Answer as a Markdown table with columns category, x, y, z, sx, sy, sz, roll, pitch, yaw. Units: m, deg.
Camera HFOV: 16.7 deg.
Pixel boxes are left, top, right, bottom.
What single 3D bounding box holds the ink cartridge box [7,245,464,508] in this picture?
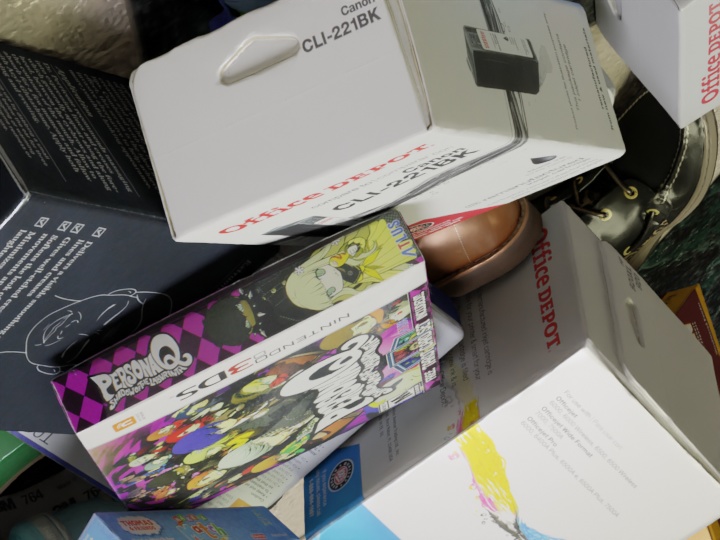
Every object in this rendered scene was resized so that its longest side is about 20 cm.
| category | x | y | z | sx | sy | sz | roll | pitch | yaw |
| --- | --- | --- | --- | --- | --- | --- | --- | --- | --- |
| ink cartridge box | -0.080 | 0.039 | 1.315 | 0.200 | 0.043 | 0.196 | -41 | 126 | 17 |

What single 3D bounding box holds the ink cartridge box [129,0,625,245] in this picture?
| category | x | y | z | sx | sy | sz | roll | pitch | yaw |
| --- | --- | --- | --- | --- | --- | --- | --- | --- | --- |
| ink cartridge box | 0.011 | -0.072 | 1.138 | 0.144 | 0.084 | 0.200 | -22 | 168 | 28 |

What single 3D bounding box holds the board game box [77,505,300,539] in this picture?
| category | x | y | z | sx | sy | sz | roll | pitch | yaw |
| --- | --- | --- | --- | --- | --- | --- | --- | --- | --- |
| board game box | -0.132 | 0.214 | 1.298 | 0.151 | 0.037 | 0.200 | 6 | 120 | -57 |

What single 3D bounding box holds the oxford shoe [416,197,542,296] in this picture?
| category | x | y | z | sx | sy | sz | roll | pitch | yaw |
| --- | --- | --- | --- | --- | --- | --- | --- | --- | --- |
| oxford shoe | 0.000 | 0.000 | 1.376 | 0.200 | 0.071 | 0.071 | -35 | 125 | 14 |

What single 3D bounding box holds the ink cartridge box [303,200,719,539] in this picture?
| category | x | y | z | sx | sy | sz | roll | pitch | yaw |
| --- | --- | --- | --- | --- | --- | --- | --- | --- | --- |
| ink cartridge box | 0.087 | 0.096 | 1.379 | 0.200 | 0.147 | 0.145 | -36 | 117 | 20 |

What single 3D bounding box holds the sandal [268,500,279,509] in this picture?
| category | x | y | z | sx | sy | sz | roll | pitch | yaw |
| --- | --- | --- | --- | --- | --- | --- | --- | --- | --- |
| sandal | -0.070 | 0.102 | 1.522 | 0.075 | 0.048 | 0.201 | 13 | 139 | -22 |

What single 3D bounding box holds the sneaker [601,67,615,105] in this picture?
| category | x | y | z | sx | sy | sz | roll | pitch | yaw |
| --- | --- | --- | --- | --- | --- | --- | --- | --- | --- |
| sneaker | 0.084 | -0.102 | 1.333 | 0.079 | 0.079 | 0.200 | -36 | 168 | 14 |

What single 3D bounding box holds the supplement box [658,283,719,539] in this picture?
| category | x | y | z | sx | sy | sz | roll | pitch | yaw |
| --- | --- | --- | --- | --- | --- | --- | --- | --- | --- |
| supplement box | 0.130 | 0.117 | 1.576 | 0.199 | 0.133 | 0.197 | -17 | -174 | 19 |

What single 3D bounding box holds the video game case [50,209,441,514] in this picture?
| category | x | y | z | sx | sy | sz | roll | pitch | yaw |
| --- | --- | --- | --- | --- | --- | --- | --- | --- | --- |
| video game case | -0.049 | 0.054 | 1.213 | 0.181 | 0.036 | 0.200 | -26 | 161 | -5 |

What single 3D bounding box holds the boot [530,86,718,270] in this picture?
| category | x | y | z | sx | sy | sz | roll | pitch | yaw |
| --- | --- | --- | --- | --- | --- | --- | --- | --- | --- |
| boot | 0.128 | -0.036 | 1.528 | 0.150 | 0.073 | 0.200 | -20 | 158 | -31 |

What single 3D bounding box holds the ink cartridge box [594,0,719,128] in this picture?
| category | x | y | z | sx | sy | sz | roll | pitch | yaw |
| --- | --- | --- | --- | --- | --- | --- | --- | --- | --- |
| ink cartridge box | 0.234 | -0.188 | 1.363 | 0.200 | 0.084 | 0.145 | -32 | 157 | -7 |

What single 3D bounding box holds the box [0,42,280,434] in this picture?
| category | x | y | z | sx | sy | sz | roll | pitch | yaw |
| --- | --- | --- | --- | --- | --- | --- | --- | --- | --- |
| box | -0.161 | -0.012 | 1.131 | 0.148 | 0.107 | 0.200 | -44 | 155 | 19 |

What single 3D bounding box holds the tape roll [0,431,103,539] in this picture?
| category | x | y | z | sx | sy | sz | roll | pitch | yaw |
| --- | --- | --- | --- | --- | --- | --- | --- | --- | --- |
| tape roll | -0.171 | 0.108 | 1.418 | 0.200 | 0.048 | 0.201 | -29 | 156 | -14 |

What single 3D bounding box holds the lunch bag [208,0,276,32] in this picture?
| category | x | y | z | sx | sy | sz | roll | pitch | yaw |
| --- | --- | --- | --- | --- | --- | --- | --- | --- | --- |
| lunch bag | 0.019 | -0.153 | 1.154 | 0.200 | 0.094 | 0.151 | -30 | 160 | 11 |

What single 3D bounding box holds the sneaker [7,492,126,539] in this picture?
| category | x | y | z | sx | sy | sz | roll | pitch | yaw |
| --- | --- | --- | --- | --- | --- | --- | --- | --- | --- |
| sneaker | -0.140 | 0.191 | 1.461 | 0.130 | 0.080 | 0.200 | -24 | 155 | -23 |
